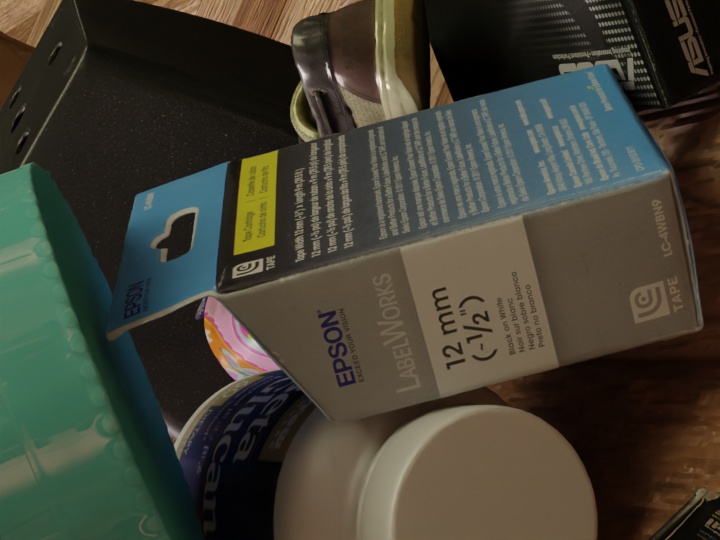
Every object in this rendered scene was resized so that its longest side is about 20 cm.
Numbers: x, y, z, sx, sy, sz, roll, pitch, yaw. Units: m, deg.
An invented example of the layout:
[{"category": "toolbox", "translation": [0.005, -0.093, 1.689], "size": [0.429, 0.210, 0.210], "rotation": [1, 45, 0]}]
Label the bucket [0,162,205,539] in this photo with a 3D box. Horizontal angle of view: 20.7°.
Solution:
[{"category": "bucket", "translation": [-0.142, 0.069, 0.702], "size": [0.134, 0.208, 0.207], "rotation": [-22, 26, -2]}]

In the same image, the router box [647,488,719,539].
[{"category": "router box", "translation": [0.042, 0.166, 0.548], "size": [0.201, 0.062, 0.150], "rotation": [-54, -14, 21]}]

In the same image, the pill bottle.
[{"category": "pill bottle", "translation": [0.005, 0.092, 0.755], "size": [0.200, 0.111, 0.112], "rotation": [-8, 57, 65]}]

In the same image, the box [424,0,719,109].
[{"category": "box", "translation": [0.062, -0.162, 0.834], "size": [0.047, 0.194, 0.200], "rotation": [-25, 13, -18]}]

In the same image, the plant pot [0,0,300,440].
[{"category": "plant pot", "translation": [-0.116, -0.047, 1.111], "size": [0.200, 0.177, 0.200], "rotation": [-57, 21, 12]}]

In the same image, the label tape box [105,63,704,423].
[{"category": "label tape box", "translation": [0.014, -0.006, 0.730], "size": [0.198, 0.067, 0.143], "rotation": [-16, 20, 4]}]

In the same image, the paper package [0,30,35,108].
[{"category": "paper package", "translation": [-0.396, -0.119, 1.954], "size": [0.200, 0.103, 0.191], "rotation": [-52, 24, 29]}]

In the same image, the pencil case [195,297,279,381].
[{"category": "pencil case", "translation": [0.000, 0.000, 0.911], "size": [0.200, 0.087, 0.088], "rotation": [-31, 38, 57]}]

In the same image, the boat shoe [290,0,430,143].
[{"category": "boat shoe", "translation": [0.000, -0.079, 0.925], "size": [0.201, 0.065, 0.072], "rotation": [85, -172, -75]}]
